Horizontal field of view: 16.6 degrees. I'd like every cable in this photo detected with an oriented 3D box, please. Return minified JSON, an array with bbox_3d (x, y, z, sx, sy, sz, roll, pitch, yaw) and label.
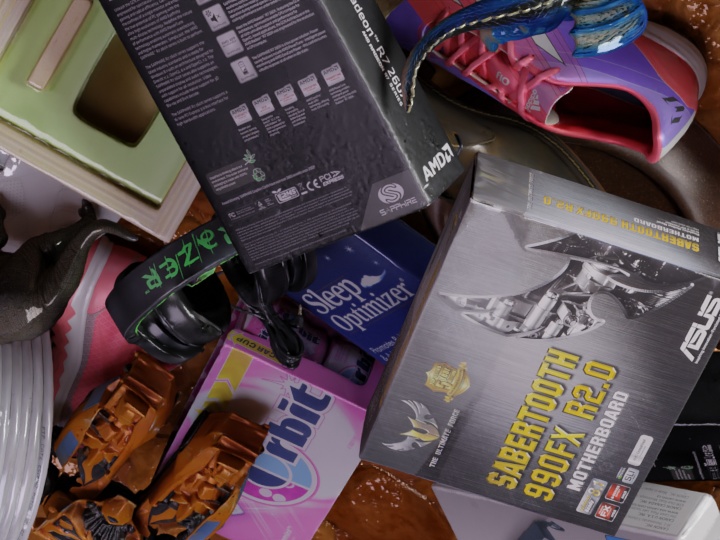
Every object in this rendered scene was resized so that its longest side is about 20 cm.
[{"bbox_3d":[-0.253,0.100,1.606,0.069,0.200,0.200,6,122,-18],"label":"cable"}]

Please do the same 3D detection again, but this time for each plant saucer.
[{"bbox_3d":[0.124,-0.030,1.440,0.200,0.035,0.201,12,137,11],"label":"plant saucer"}]

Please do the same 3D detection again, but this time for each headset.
[{"bbox_3d":[-0.075,0.014,1.435,0.123,0.200,0.094,-31,83,3],"label":"headset"}]

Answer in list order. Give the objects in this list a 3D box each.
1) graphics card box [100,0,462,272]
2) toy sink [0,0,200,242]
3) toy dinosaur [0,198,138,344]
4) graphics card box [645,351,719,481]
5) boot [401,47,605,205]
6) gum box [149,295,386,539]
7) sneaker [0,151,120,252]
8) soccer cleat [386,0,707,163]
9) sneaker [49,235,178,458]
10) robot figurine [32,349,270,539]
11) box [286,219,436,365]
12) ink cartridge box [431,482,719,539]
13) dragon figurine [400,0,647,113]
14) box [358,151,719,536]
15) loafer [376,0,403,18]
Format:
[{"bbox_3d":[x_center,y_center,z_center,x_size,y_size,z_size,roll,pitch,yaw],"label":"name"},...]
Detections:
[{"bbox_3d":[-0.048,-0.109,1.264,0.125,0.051,0.200,-21,103,34],"label":"graphics card box"},{"bbox_3d":[-0.163,-0.122,1.361,0.200,0.112,0.131,30,92,-9],"label":"toy sink"},{"bbox_3d":[-0.204,0.010,1.465,0.200,0.102,0.077,1,142,33],"label":"toy dinosaur"},{"bbox_3d":[0.146,0.091,1.490,0.200,0.051,0.125,-1,159,14],"label":"graphics card box"},{"bbox_3d":[0.045,-0.053,1.359,0.200,0.097,0.075,34,124,11],"label":"boot"},{"bbox_3d":[-0.055,0.099,1.614,0.113,0.066,0.200,25,138,-5],"label":"gum box"},{"bbox_3d":[-0.195,-0.073,1.493,0.115,0.074,0.200,33,137,-17],"label":"sneaker"},{"bbox_3d":[0.086,-0.116,1.335,0.200,0.073,0.068,19,138,7],"label":"soccer cleat"},{"bbox_3d":[-0.160,0.062,1.616,0.087,0.074,0.200,16,137,3],"label":"sneaker"},{"bbox_3d":[-0.147,0.136,1.593,0.145,0.058,0.200,32,136,-8],"label":"robot figurine"},{"bbox_3d":[0.000,0.000,1.495,0.200,0.032,0.121,37,152,-12],"label":"box"},{"bbox_3d":[0.163,0.202,1.608,0.200,0.045,0.176,8,138,41],"label":"ink cartridge box"},{"bbox_3d":[0.107,-0.142,1.246,0.099,0.200,0.059,7,119,46],"label":"dragon figurine"},{"bbox_3d":[0.104,0.044,1.362,0.158,0.048,0.200,18,127,-7],"label":"box"},{"bbox_3d":[0.018,-0.173,1.278,0.067,0.076,0.200,47,131,21],"label":"loafer"}]
